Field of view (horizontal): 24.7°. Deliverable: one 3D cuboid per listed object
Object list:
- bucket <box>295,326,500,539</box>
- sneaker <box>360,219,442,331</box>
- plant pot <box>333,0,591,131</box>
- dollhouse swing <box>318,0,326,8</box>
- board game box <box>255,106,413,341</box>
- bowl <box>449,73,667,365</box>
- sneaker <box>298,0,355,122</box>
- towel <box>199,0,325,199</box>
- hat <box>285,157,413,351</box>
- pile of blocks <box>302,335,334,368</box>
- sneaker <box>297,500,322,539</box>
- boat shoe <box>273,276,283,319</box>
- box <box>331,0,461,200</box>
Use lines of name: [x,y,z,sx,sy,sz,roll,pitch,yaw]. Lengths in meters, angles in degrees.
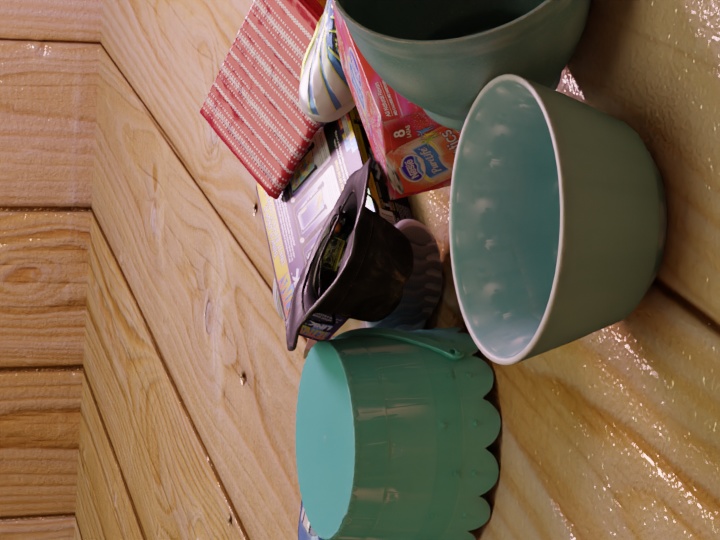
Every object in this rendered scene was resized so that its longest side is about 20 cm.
bucket: [0.027,0.149,1.477,0.207,0.133,0.210,-179,90,-71]
sneaker: [0.025,0.035,1.575,0.082,0.074,0.202,-120,34,-53]
plant pot: [0.087,-0.193,1.252,0.135,0.198,0.202,69,-178,-47]
dollhouse swing: [-0.057,-0.292,1.705,0.200,0.180,0.178,154,135,-69]
board game box: [-0.027,-0.056,1.681,0.165,0.056,0.202,-45,43,35]
bowl: [0.146,-0.036,1.163,0.201,0.104,0.204,180,90,-72]
sneaker: [-0.016,-0.246,1.560,0.202,0.075,0.105,-67,-25,-12]
towel: [-0.084,-0.194,1.693,0.145,0.022,0.201,49,127,24]
hat: [0.000,0.000,1.445,0.202,0.080,0.201,-62,9,17]
pile of blocks: [-0.017,0.135,1.696,0.200,0.081,0.063,-127,41,-60]
sneaker: [-0.026,0.244,1.740,0.082,0.073,0.202,128,137,-59]
boat shoe: [-0.049,0.005,1.804,0.201,0.073,0.067,110,156,-45]
box: [0.045,-0.169,1.444,0.096,0.098,0.201,80,174,-46]
